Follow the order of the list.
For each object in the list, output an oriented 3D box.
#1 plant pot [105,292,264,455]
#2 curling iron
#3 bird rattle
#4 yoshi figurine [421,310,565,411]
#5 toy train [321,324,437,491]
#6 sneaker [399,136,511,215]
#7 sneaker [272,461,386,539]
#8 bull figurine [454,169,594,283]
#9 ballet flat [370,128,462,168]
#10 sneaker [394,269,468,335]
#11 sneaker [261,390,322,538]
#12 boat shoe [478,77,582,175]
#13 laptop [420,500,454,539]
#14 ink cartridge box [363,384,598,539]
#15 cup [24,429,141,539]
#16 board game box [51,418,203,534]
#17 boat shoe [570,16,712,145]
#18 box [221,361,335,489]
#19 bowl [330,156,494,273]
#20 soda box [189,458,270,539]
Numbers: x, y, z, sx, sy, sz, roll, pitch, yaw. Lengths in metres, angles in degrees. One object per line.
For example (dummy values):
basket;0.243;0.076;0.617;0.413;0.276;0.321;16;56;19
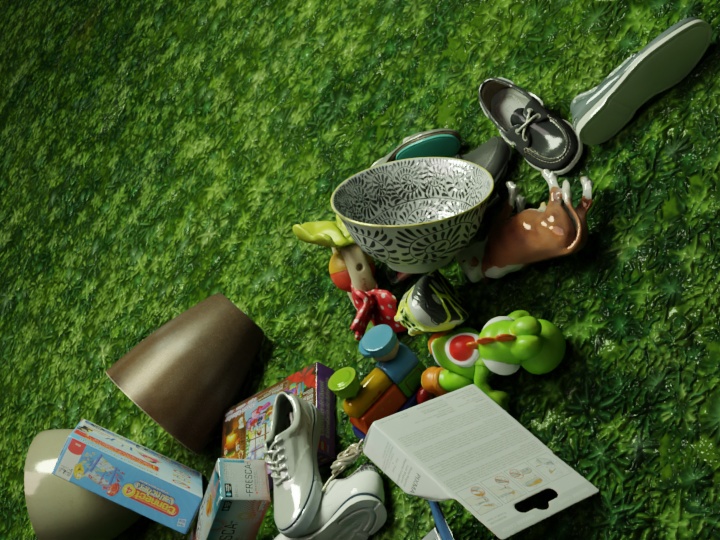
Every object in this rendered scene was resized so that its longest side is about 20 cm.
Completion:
plant pot;-0.242;0.138;1.791;0.200;0.187;0.187;-48;35;-8
curling iron;0.106;-0.045;1.600;0.200;0.025;0.050;-38;45;28
bird rattle;0.000;0.000;1.621;0.112;0.201;0.163;-29;3;-5
yoshi figurine;0.164;0.100;1.403;0.112;0.113;0.200;-33;5;-33
toy train;-0.003;0.168;1.475;0.200;0.116;0.085;-45;34;-12
sneaker;0.111;-0.111;1.573;0.200;0.079;0.075;-42;23;5
sneaker;-0.046;0.320;1.512;0.200;0.076;0.081;-36;33;20
bull figurine;0.199;-0.050;1.458;0.199;0.065;0.122;-10;61;49
ballet flat;0.059;-0.154;1.699;0.200;0.067;0.064;-36;36;30
sneaker;0.082;0.052;1.463;0.076;0.075;0.200;-44;-4;9
sneaker;-0.094;0.243;1.524;0.073;0.071;0.201;-34;36;28
boat shoe;0.214;-0.190;1.541;0.074;0.060;0.200;-48;38;15
laptop;0.063;0.351;1.311;0.200;0.116;0.188;-47;38;18
ink cartridge box;0.126;0.212;1.284;0.200;0.162;0.057;43;131;33
cup;-0.402;0.330;1.845;0.142;0.201;0.201;-14;51;11
board game box;-0.320;0.284;1.686;0.056;0.199;0.196;-64;6;-3
boat shoe;0.326;-0.236;1.429;0.200;0.073;0.062;-44;43;29
box;-0.116;0.227;1.673;0.200;0.039;0.137;-31;46;34
bowl;0.067;-0.058;1.479;0.199;0.095;0.201;-6;27;3
soda box;-0.174;0.328;1.581;0.201;0.068;0.064;113;155;-43
